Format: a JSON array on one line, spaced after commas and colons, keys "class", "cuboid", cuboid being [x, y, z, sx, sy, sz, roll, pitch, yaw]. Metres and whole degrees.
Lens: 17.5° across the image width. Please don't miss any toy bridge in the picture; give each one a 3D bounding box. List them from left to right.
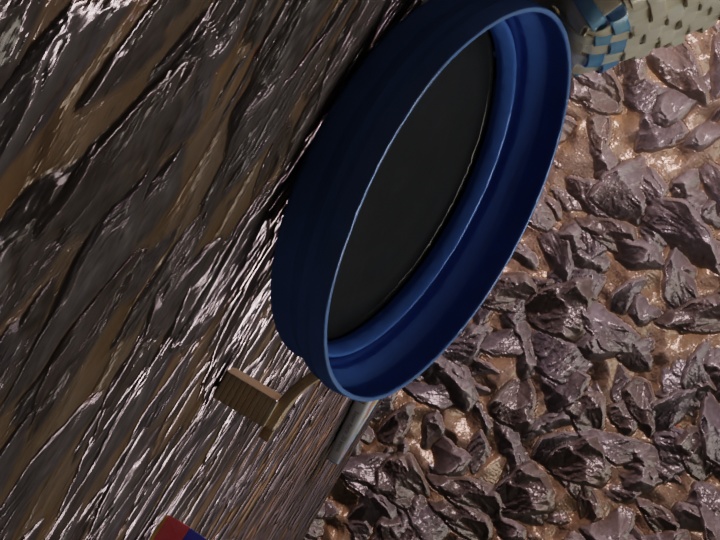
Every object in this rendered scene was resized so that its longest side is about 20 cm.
[{"class": "toy bridge", "cuboid": [0.000, 0.000, 1.187, 0.200, 0.067, 0.027, -61, 176, 6]}]

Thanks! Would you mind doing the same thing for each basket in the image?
[{"class": "basket", "cuboid": [0.162, -0.191, 1.135, 0.200, 0.139, 0.176, -29, 173, -4]}]

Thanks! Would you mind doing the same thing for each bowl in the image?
[{"class": "bowl", "cuboid": [0.028, -0.036, 1.080, 0.201, 0.039, 0.201, -46, 152, -33]}]

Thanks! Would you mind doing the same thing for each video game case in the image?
[{"class": "video game case", "cuboid": [0.023, 0.117, 2.618, 0.143, 0.018, 0.200, -56, 174, -34]}]

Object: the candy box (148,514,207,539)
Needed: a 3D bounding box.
[{"class": "candy box", "cuboid": [-0.134, 0.255, 1.313, 0.169, 0.077, 0.200, -56, 176, -30]}]
